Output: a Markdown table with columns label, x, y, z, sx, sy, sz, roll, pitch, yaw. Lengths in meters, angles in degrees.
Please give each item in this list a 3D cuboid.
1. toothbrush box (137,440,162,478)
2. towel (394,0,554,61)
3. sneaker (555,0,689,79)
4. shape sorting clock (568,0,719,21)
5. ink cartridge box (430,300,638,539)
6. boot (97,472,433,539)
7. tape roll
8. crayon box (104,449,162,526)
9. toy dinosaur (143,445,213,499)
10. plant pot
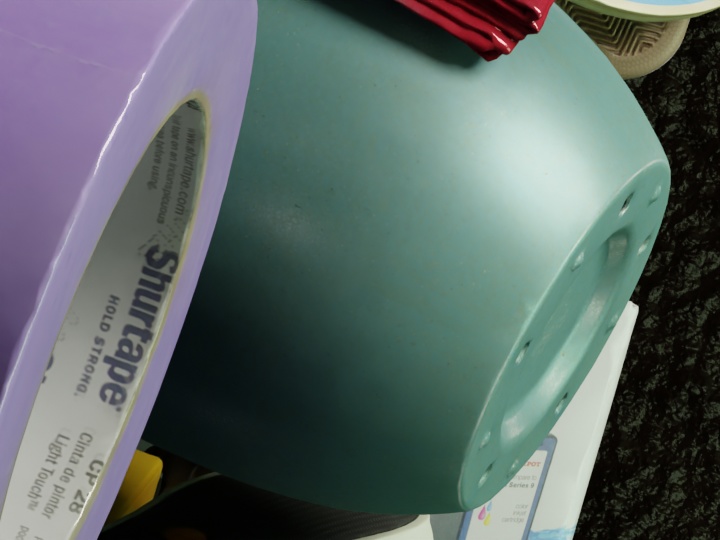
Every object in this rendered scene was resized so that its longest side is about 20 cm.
| label | x | y | z | sx | sy | sz | roll | pitch | yaw |
| --- | --- | --- | --- | --- | --- | --- | --- | --- | --- |
| toothbrush box | -0.026 | -0.007 | 1.349 | 0.146 | 0.085 | 0.200 | -51 | 162 | -73 |
| towel | 0.014 | -0.152 | 0.921 | 0.023 | 0.144 | 0.200 | -61 | -179 | 41 |
| sneaker | 0.051 | -0.159 | 1.120 | 0.071 | 0.200 | 0.112 | -31 | -177 | -9 |
| shape sorting clock | 0.083 | -0.182 | 1.045 | 0.039 | 0.200 | 0.200 | -32 | -152 | 52 |
| ink cartridge box | 0.019 | 0.079 | 1.177 | 0.145 | 0.087 | 0.200 | 33 | -73 | 64 |
| boot | -0.053 | 0.152 | 1.022 | 0.200 | 0.072 | 0.145 | -16 | 118 | -49 |
| tape roll | -0.098 | 0.008 | 0.705 | 0.200 | 0.085 | 0.200 | 21 | 90 | -84 |
| crayon box | -0.126 | 0.138 | 1.069 | 0.127 | 0.051 | 0.200 | -52 | 161 | -71 |
| toy dinosaur | -0.059 | 0.053 | 1.230 | 0.101 | 0.058 | 0.200 | -47 | -163 | 56 |
| plant pot | -0.001 | -0.018 | 0.933 | 0.201 | 0.161 | 0.201 | -53 | 163 | -24 |
